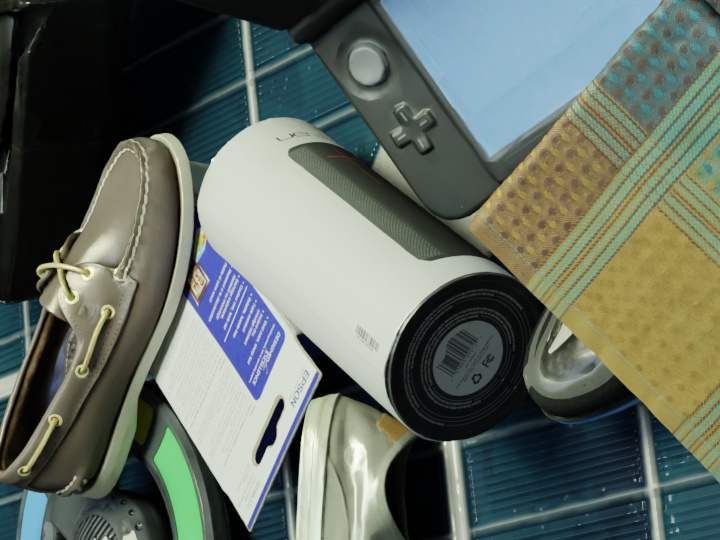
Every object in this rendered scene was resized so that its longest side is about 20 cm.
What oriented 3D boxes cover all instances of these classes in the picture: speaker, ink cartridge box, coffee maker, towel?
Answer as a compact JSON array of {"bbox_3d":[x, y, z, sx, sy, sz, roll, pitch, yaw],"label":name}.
[{"bbox_3d":[0.000,0.000,1.109,0.200,0.081,0.082,40,118,54],"label":"speaker"},{"bbox_3d":[-0.066,0.035,1.231,0.200,0.037,0.095,54,127,49],"label":"ink cartridge box"},{"bbox_3d":[-0.173,-0.090,1.307,0.135,0.190,0.201,-98,12,-49],"label":"coffee maker"},{"bbox_3d":[0.149,0.008,0.901,0.200,0.022,0.147,45,128,6],"label":"towel"}]

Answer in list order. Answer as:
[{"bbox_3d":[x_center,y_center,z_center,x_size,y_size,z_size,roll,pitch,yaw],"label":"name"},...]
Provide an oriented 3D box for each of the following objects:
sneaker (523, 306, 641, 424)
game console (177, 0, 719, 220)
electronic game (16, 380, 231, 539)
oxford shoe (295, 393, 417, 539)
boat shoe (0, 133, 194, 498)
[{"bbox_3d":[0.117,-0.017,0.974,0.200,0.082,0.071,-55,49,37],"label":"sneaker"},{"bbox_3d":[0.034,-0.119,0.992,0.200,0.118,0.171,-35,90,35],"label":"game console"},{"bbox_3d":[-0.131,0.158,1.311,0.199,0.041,0.202,-7,81,51],"label":"electronic game"},{"bbox_3d":[0.000,0.158,1.130,0.057,0.075,0.202,2,90,7],"label":"oxford shoe"},{"bbox_3d":[-0.139,0.023,1.261,0.072,0.059,0.201,41,118,52],"label":"boat shoe"}]
